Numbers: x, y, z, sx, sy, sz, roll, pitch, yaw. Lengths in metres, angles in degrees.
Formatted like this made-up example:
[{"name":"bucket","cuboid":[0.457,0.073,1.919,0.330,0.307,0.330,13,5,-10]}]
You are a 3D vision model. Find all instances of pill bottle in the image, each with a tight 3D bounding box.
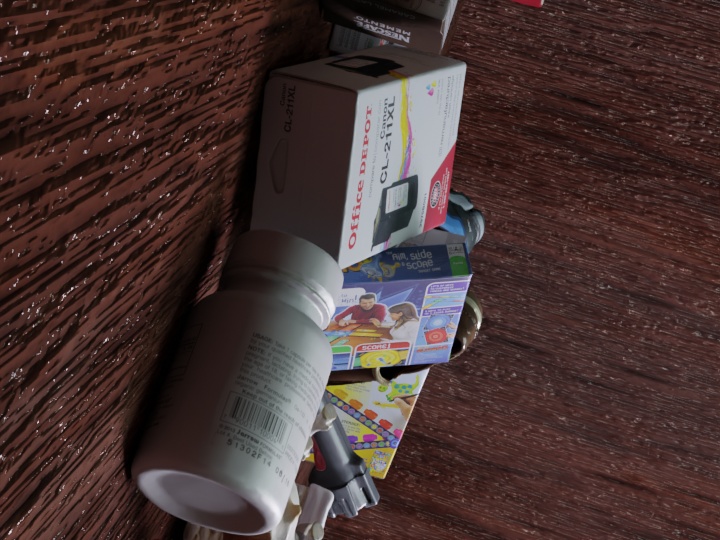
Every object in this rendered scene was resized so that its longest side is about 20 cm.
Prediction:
[{"name":"pill bottle","cuboid":[-0.082,0.078,1.208,0.115,0.113,0.202,99,9,-62]}]

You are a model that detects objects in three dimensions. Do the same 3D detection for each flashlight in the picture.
[{"name":"flashlight","cuboid":[-0.051,0.144,1.580,0.068,0.067,0.202,44,-21,61]}]

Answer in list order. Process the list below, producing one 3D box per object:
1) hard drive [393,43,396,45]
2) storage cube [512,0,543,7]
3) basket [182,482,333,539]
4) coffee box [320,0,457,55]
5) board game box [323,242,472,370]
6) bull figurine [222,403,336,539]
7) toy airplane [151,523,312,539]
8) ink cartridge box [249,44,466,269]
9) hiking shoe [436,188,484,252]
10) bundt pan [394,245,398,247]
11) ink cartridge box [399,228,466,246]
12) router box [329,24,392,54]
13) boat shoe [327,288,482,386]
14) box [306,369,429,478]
[{"name":"hard drive","cuboid":[0.041,-0.174,1.688,0.200,0.026,0.134,-63,163,-67]},{"name":"storage cube","cuboid":[0.168,-0.453,2.023,0.171,0.178,0.202,97,10,-67]},{"name":"basket","cuboid":[-0.112,0.285,1.520,0.136,0.122,0.202,108,-1,-75]},{"name":"coffee box","cuboid":[0.047,-0.304,1.444,0.080,0.113,0.202,93,15,-75]},{"name":"board game box","cuboid":[-0.014,0.035,1.401,0.136,0.197,0.035,101,-18,-54]},{"name":"bull figurine","cuboid":[-0.074,0.163,1.289,0.065,0.120,0.203,-9,87,-54]},{"name":"toy airplane","cuboid":[-0.080,0.307,1.361,0.141,0.198,0.202,-33,-115,38]},{"name":"ink cartridge box","cuboid":[0.001,-0.095,1.348,0.200,0.082,0.148,-26,127,-59]},{"name":"hiking shoe","cuboid":[0.049,-0.080,1.822,0.074,0.199,0.087,-48,-171,42]},{"name":"bundt pan","cuboid":[-0.006,-0.105,1.516,0.202,0.075,0.204,-42,139,-52]},{"name":"ink cartridge box","cuboid":[0.000,0.000,1.573,0.200,0.174,0.045,-64,170,-63]},{"name":"router box","cuboid":[0.029,-0.311,1.617,0.180,0.048,0.202,-57,163,-75]},{"name":"boat shoe","cuboid":[0.016,0.073,1.562,0.075,0.201,0.075,55,29,-26]},{"name":"box","cuboid":[-0.005,0.070,1.739,0.201,0.121,0.194,-95,-158,-58]}]
